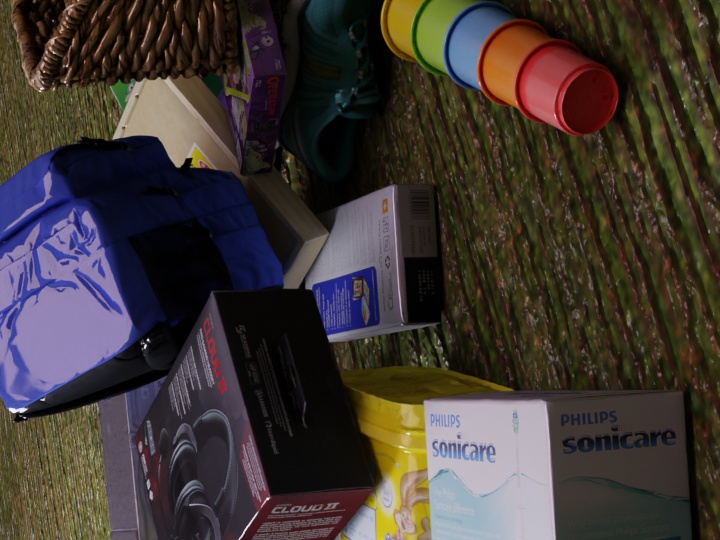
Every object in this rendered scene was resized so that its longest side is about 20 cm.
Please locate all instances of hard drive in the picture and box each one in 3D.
[{"bbox_3d":[-0.151,0.143,1.277,0.038,0.139,0.202,-11,82,35],"label":"hard drive"}]

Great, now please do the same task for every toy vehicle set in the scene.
[{"bbox_3d":[-0.116,-0.055,1.193,0.200,0.026,0.125,50,133,18],"label":"toy vehicle set"}]

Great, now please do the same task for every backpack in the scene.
[{"bbox_3d":[-0.155,-0.007,1.089,0.162,0.200,0.169,-22,85,34],"label":"backpack"}]

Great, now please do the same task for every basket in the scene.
[{"bbox_3d":[-0.176,-0.226,1.100,0.200,0.148,0.144,-118,24,-59],"label":"basket"}]

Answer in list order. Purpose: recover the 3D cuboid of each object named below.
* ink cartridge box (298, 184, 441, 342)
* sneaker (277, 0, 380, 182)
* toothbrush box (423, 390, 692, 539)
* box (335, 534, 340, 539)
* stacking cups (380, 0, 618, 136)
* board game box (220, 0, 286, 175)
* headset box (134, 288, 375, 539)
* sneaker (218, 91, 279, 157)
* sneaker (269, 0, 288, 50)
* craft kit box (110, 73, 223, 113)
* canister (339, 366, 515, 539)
[{"bbox_3d":[0.000,0.000,1.120,0.200,0.037,0.095,165,103,-64],"label":"ink cartridge box"},{"bbox_3d":[-0.011,-0.149,1.115,0.080,0.077,0.201,50,145,27],"label":"sneaker"},{"bbox_3d":[0.103,0.164,0.824,0.146,0.085,0.202,167,100,-67],"label":"toothbrush box"},{"bbox_3d":[-0.036,0.226,1.207,0.198,0.049,0.202,-156,67,-64],"label":"box"},{"bbox_3d":[0.076,-0.122,0.899,0.200,0.060,0.061,-133,46,-57],"label":"stacking cups"},{"bbox_3d":[-0.089,-0.185,1.130,0.120,0.032,0.201,98,161,-61],"label":"board game box"},{"bbox_3d":[-0.071,0.117,1.005,0.200,0.077,0.150,-58,42,47],"label":"headset box"},{"bbox_3d":[-0.116,-0.117,1.317,0.081,0.088,0.201,-128,44,-58],"label":"sneaker"},{"bbox_3d":[-0.048,-0.218,1.155,0.201,0.082,0.078,111,148,-44],"label":"sneaker"},{"bbox_3d":[-0.143,-0.219,1.323,0.201,0.048,0.198,-57,28,13],"label":"craft kit box"},{"bbox_3d":[0.039,0.170,0.978,0.148,0.086,0.202,-169,76,-66],"label":"canister"}]
